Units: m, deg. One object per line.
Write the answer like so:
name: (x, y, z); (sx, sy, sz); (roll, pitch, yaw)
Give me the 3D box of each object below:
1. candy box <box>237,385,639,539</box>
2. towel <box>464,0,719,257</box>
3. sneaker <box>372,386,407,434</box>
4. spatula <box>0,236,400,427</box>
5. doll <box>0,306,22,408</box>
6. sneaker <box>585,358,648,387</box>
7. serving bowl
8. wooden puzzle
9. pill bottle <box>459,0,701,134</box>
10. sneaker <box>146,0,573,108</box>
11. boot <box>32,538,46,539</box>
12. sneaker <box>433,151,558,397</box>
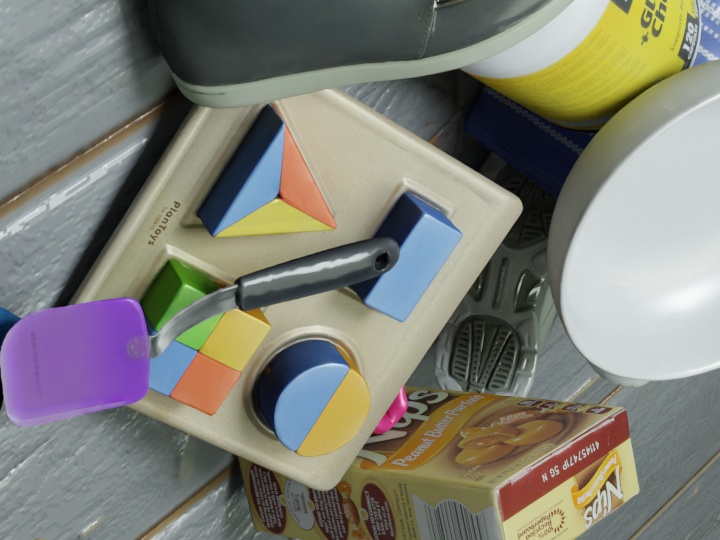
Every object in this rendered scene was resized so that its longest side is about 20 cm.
candy box: (0.040, 0.112, 0.956); (0.115, 0.199, 0.056); (-24, 108, -42)
towel: (0.167, -0.125, 0.982); (0.201, 0.144, 0.024); (-57, -177, 3)
sneaker: (0.000, 0.000, 0.909); (0.080, 0.074, 0.201); (-34, 143, -31)
spatula: (-0.065, 0.018, 0.764); (0.199, 0.021, 0.057); (-21, 126, -29)
doll: (-0.191, 0.070, 0.726); (0.136, 0.048, 0.201); (-30, 142, -39)
sneaker: (0.175, -0.036, 1.045); (0.118, 0.073, 0.202); (105, -5, -74)
serving bowl: (0.183, -0.036, 0.924); (0.198, 0.066, 0.201); (-14, 133, -15)
wooden puzzle: (-0.029, 0.010, 0.829); (0.199, 0.046, 0.186); (27, 102, -36)
pill bottle: (0.090, -0.143, 0.860); (0.113, 0.112, 0.200); (-60, 151, 8)
sneaker: (0.002, -0.136, 0.703); (0.198, 0.075, 0.107); (-18, 142, 4)
boot: (-0.159, 0.182, 0.789); (0.174, 0.066, 0.200); (-18, 159, -46)
sneaker: (0.100, -0.014, 1.061); (0.099, 0.077, 0.201); (-34, 146, -74)
